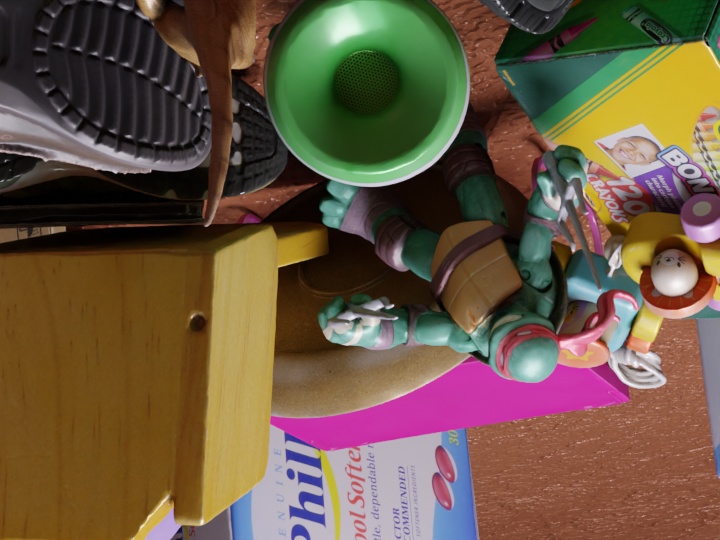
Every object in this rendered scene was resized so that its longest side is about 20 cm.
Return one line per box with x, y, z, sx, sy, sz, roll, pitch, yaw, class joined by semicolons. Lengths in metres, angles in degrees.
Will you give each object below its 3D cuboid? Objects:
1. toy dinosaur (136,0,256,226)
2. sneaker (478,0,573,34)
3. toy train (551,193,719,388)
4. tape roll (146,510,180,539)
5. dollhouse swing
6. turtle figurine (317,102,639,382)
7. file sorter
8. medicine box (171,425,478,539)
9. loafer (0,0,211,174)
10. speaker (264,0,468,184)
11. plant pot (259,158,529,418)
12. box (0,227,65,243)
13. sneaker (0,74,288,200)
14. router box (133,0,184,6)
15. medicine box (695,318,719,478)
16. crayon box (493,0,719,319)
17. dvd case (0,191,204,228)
-0.057;-0.097;0.858;0.060;0.106;0.200;-27;-167;4;toy dinosaur
0.014;-0.160;0.902;0.091;0.076;0.200;25;172;39;sneaker
0.171;0.034;1.122;0.200;0.056;0.150;-13;132;47;toy train
-0.190;0.088;1.355;0.199;0.201;0.085;-14;157;24;tape roll
-0.123;0.052;1.156;0.199;0.183;0.176;-2;171;24;dollhouse swing
0.051;-0.004;1.086;0.149;0.200;0.101;-35;128;4;turtle figurine
0.039;0.019;1.323;0.199;0.126;0.139;-11;160;20;file sorter
-0.031;0.143;1.536;0.199;0.183;0.103;9;155;-34;medicine box
-0.151;-0.087;0.943;0.199;0.073;0.071;17;161;-36;loafer
0.003;-0.083;0.985;0.088;0.089;0.200;-5;-175;1;speaker
0.000;0.000;1.210;0.199;0.200;0.028;-12;128;20;plant pot
-0.237;0.072;1.301;0.163;0.201;0.021;-12;167;21;box
-0.137;-0.068;1.156;0.199;0.077;0.089;3;172;-5;sneaker
-0.125;-0.147;0.946;0.157;0.052;0.200;-4;159;-4;router box
0.287;0.011;1.244;0.182;0.201;0.103;-19;155;33;medicine box
0.167;-0.059;1.093;0.118;0.058;0.200;-3;139;40;crayon box
-0.185;-0.032;1.208;0.199;0.016;0.149;-1;-175;-5;dvd case
